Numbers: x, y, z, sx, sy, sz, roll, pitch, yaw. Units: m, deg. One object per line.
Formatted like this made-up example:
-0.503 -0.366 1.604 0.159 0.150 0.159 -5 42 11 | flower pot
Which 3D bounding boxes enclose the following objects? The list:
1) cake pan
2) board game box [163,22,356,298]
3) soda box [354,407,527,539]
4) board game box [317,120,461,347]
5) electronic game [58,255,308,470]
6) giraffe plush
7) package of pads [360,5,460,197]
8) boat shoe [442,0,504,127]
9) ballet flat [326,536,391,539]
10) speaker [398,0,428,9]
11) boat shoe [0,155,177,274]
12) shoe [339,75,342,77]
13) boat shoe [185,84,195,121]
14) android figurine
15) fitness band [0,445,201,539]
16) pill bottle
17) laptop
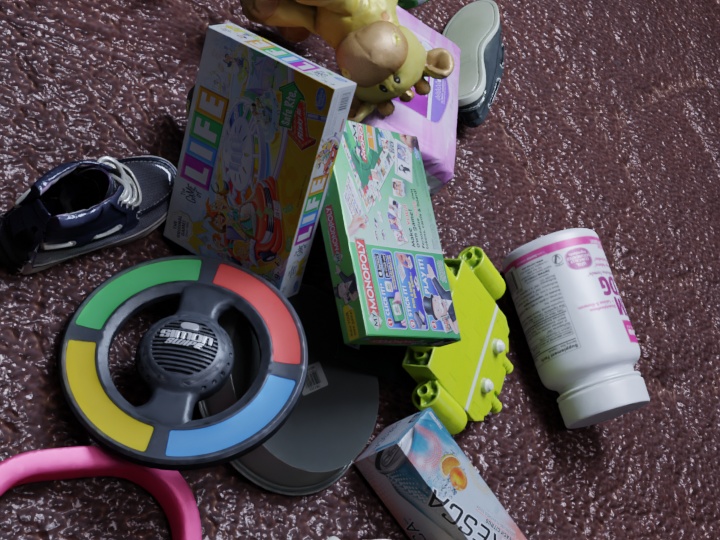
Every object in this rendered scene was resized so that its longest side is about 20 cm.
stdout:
-0.057 0.098 1.034 0.200 0.037 0.201 20 59 -38 | cake pan
-0.090 -0.091 0.983 0.134 0.200 0.034 29 29 24 | board game box
0.086 0.230 1.073 0.200 0.068 0.064 53 44 -5 | soda box
0.020 -0.033 1.022 0.134 0.029 0.200 6 67 -48 | board game box
-0.142 0.069 0.933 0.200 0.042 0.200 3 53 -4 | electronic game
-0.001 -0.239 1.163 0.200 0.172 0.162 -9 73 -50 | giraffe plush
0.045 -0.187 1.275 0.120 0.076 0.200 27 51 -28 | package of pads
0.142 -0.250 1.406 0.200 0.074 0.066 -84 153 -44 | boat shoe
-0.004 0.263 0.995 0.200 0.071 0.065 13 31 -38 | ballet flat
0.002 -0.341 1.320 0.200 0.088 0.089 -13 75 -44 | speaker
-0.209 -0.062 0.970 0.075 0.093 0.200 55 44 -1 | boat shoe
-0.073 -0.171 1.100 0.091 0.200 0.071 41 83 -9 | shoe
-0.108 -0.085 1.087 0.072 0.061 0.201 -25 104 -40 | boat shoe
0.100 0.073 1.147 0.200 0.041 0.182 50 51 -43 | android figurine
-0.206 0.202 0.861 0.200 0.037 0.144 3 64 -41 | fitness band
0.239 0.065 1.271 0.113 0.113 0.200 -2 68 -42 | pill bottle
0.000 0.000 1.123 0.200 0.103 0.177 49 12 32 | laptop
